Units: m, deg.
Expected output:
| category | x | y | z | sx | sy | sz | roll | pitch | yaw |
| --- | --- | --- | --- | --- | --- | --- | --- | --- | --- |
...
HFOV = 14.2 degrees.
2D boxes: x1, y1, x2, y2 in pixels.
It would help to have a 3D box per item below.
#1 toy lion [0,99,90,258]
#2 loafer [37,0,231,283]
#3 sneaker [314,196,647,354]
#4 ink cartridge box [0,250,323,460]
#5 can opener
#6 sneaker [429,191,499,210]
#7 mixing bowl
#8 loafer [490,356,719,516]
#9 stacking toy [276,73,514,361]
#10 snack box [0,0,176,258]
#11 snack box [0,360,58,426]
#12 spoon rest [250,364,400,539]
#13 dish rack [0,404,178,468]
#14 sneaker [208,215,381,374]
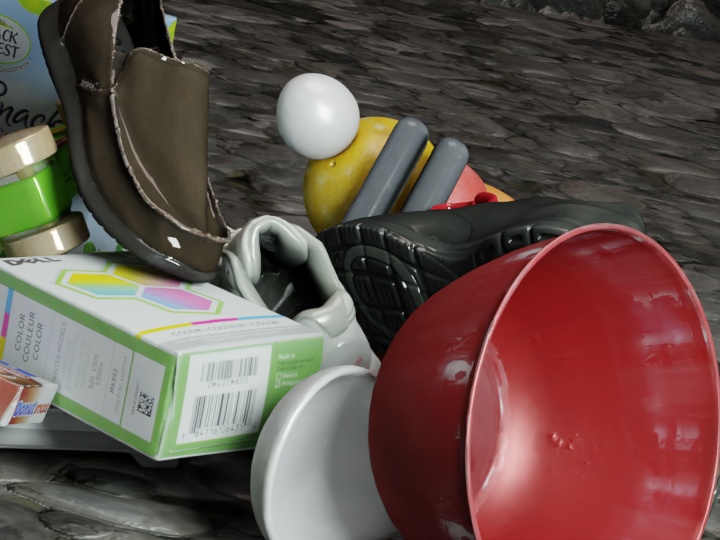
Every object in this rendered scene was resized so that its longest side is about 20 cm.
| category | x | y | z | sx | sy | sz | roll | pitch | yaw |
| --- | --- | --- | --- | --- | --- | --- | --- | --- | --- |
| toy lion | -0.223 | -0.034 | 1.580 | 0.191 | 0.069 | 0.200 | -16 | 12 | 22 |
| loafer | -0.112 | -0.082 | 1.506 | 0.073 | 0.071 | 0.201 | 17 | 39 | -48 |
| sneaker | 0.063 | -0.003 | 1.529 | 0.199 | 0.076 | 0.091 | 2 | 22 | 36 |
| ink cartridge box | -0.127 | 0.032 | 1.469 | 0.199 | 0.060 | 0.104 | 23 | 18 | 39 |
| can opener | 0.000 | 0.000 | 1.633 | 0.053 | 0.201 | 0.067 | 27 | -17 | 5 |
| sneaker | 0.086 | 0.016 | 1.658 | 0.078 | 0.116 | 0.200 | -19 | -15 | -1 |
| mixing bowl | 0.074 | 0.076 | 1.396 | 0.108 | 0.201 | 0.200 | 3 | 4 | 41 |
| loafer | 0.108 | 0.091 | 1.519 | 0.199 | 0.063 | 0.072 | 19 | -19 | -24 |
| stacking toy | 0.014 | -0.045 | 1.738 | 0.200 | 0.146 | 0.146 | 54 | -11 | -30 |
| snack box | -0.210 | -0.073 | 1.722 | 0.168 | 0.201 | 0.068 | 17 | 14 | 26 |
| snack box | -0.247 | 0.026 | 1.398 | 0.199 | 0.024 | 0.072 | 24 | 1 | 8 |
| spoon rest | 0.008 | 0.098 | 1.442 | 0.060 | 0.100 | 0.200 | 17 | 3 | 27 |
| dish rack | -0.178 | 0.062 | 1.524 | 0.199 | 0.044 | 0.172 | 5 | 15 | -27 |
| sneaker | -0.054 | 0.002 | 1.539 | 0.078 | 0.100 | 0.200 | -29 | 42 | -27 |
